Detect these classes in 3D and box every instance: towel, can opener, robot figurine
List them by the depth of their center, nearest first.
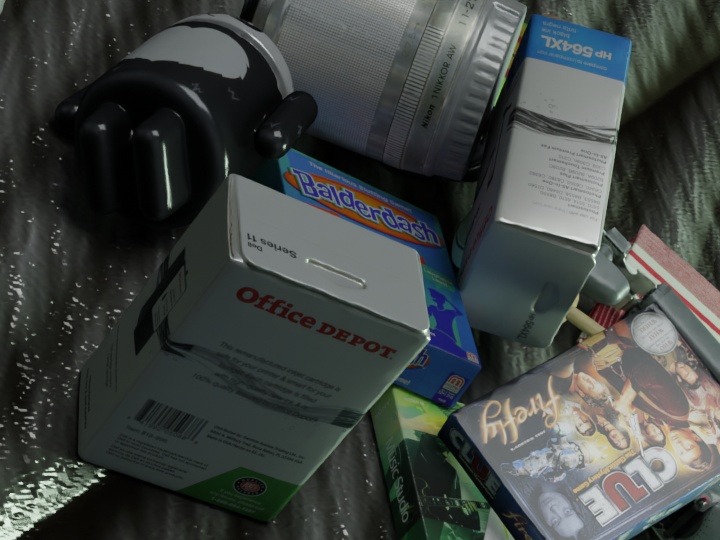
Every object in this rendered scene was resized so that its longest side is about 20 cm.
[{"bbox_3d":[-0.126,-0.108,1.609,0.150,0.125,0.200,41,35,1],"label":"robot figurine"},{"bbox_3d":[0.227,0.044,1.817,0.200,0.053,0.067,49,52,4],"label":"can opener"},{"bbox_3d":[0.259,0.058,1.890,0.144,0.023,0.200,41,36,-4],"label":"towel"}]

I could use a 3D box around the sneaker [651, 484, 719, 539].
[{"bbox_3d":[0.205,0.157,1.668,0.121,0.084,0.200,-4,46,-52],"label":"sneaker"}]

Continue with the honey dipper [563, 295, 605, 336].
[{"bbox_3d":[0.197,0.056,1.757,0.200,0.038,0.038,37,28,33],"label":"honey dipper"}]

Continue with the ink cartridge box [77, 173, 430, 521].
[{"bbox_3d":[-0.068,0.052,1.420,0.146,0.200,0.083,23,38,-25],"label":"ink cartridge box"}]

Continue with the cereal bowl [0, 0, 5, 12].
[{"bbox_3d":[-0.335,-0.186,1.506,0.199,0.083,0.201,8,48,-9],"label":"cereal bowl"}]

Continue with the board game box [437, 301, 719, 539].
[{"bbox_3d":[0.173,0.119,1.600,0.200,0.035,0.136,-27,69,-30],"label":"board game box"}]

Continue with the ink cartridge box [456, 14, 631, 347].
[{"bbox_3d":[0.135,-0.066,1.704,0.084,0.146,0.201,16,55,-3],"label":"ink cartridge box"}]

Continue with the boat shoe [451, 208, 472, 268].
[{"bbox_3d":[0.125,-0.062,1.830,0.073,0.066,0.200,9,30,17],"label":"boat shoe"}]

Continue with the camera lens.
[{"bbox_3d":[0.010,-0.171,1.745,0.199,0.160,0.160,21,35,3],"label":"camera lens"}]

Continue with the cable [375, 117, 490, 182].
[{"bbox_3d":[0.053,-0.138,1.882,0.163,0.051,0.200,49,36,12],"label":"cable"}]

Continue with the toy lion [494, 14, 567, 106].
[{"bbox_3d":[0.091,-0.205,1.936,0.200,0.069,0.191,40,26,19],"label":"toy lion"}]

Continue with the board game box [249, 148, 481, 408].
[{"bbox_3d":[0.000,0.000,1.653,0.152,0.045,0.200,24,27,-23],"label":"board game box"}]

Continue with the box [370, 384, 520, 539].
[{"bbox_3d":[0.089,0.179,1.577,0.144,0.036,0.200,17,39,-31],"label":"box"}]
